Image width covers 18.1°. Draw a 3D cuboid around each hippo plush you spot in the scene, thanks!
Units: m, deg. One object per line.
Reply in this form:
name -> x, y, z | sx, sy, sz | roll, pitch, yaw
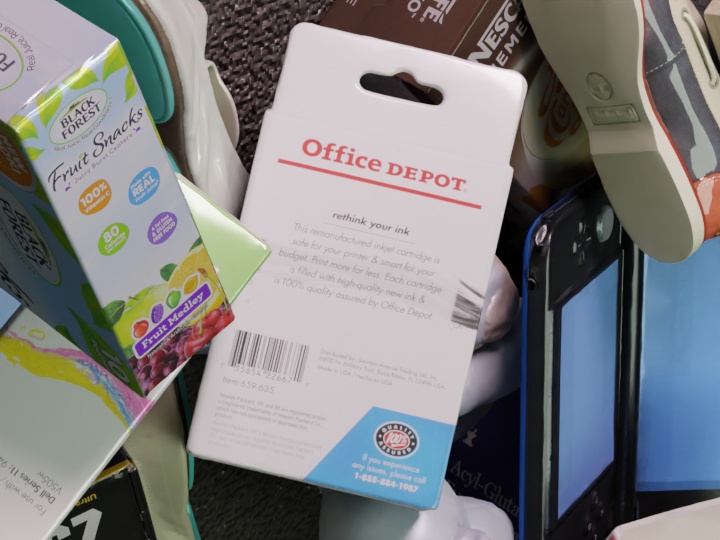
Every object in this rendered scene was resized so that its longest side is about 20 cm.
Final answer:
hippo plush -> 0.028, 0.089, 1.107 | 0.159, 0.161, 0.200 | -31, 148, 14

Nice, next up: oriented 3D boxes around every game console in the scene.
game console -> 0.162, 0.055, 1.138 | 0.171, 0.118, 0.200 | -35, 127, -60

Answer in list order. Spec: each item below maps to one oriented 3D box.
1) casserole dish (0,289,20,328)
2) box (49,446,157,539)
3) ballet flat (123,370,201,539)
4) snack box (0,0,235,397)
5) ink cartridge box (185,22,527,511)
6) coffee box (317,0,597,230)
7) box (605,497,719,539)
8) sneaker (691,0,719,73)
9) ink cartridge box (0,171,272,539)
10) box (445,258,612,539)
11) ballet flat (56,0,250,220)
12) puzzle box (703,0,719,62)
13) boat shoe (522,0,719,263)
casserole dish -> -0.177, 0.017, 0.965 | 0.200, 0.039, 0.121 | -43, 141, -19
box -> -0.184, 0.171, 1.020 | 0.200, 0.049, 0.160 | -24, 131, -18
ballet flat -> -0.111, 0.105, 1.085 | 0.069, 0.069, 0.200 | -34, 137, -29
snack box -> -0.143, -0.057, 0.817 | 0.053, 0.200, 0.142 | -42, 141, -19
ink cartridge box -> 0.000, 0.000, 1.027 | 0.067, 0.116, 0.200 | 97, 6, -83
coffee box -> 0.078, -0.104, 1.135 | 0.114, 0.080, 0.200 | -57, 143, -4
box -> 0.160, 0.214, 1.149 | 0.128, 0.109, 0.200 | -11, 146, -32
sneaker -> 0.161, -0.193, 1.109 | 0.075, 0.079, 0.200 | -22, 96, -65
ink cartridge box -> -0.127, 0.055, 0.913 | 0.200, 0.067, 0.117 | -53, -176, -11
box -> 0.141, 0.106, 1.301 | 0.104, 0.148, 0.200 | 3, 111, -49
ballet flat -> -0.088, -0.081, 0.987 | 0.069, 0.069, 0.200 | -42, 144, -21
puzzle box -> 0.233, -0.095, 1.100 | 0.133, 0.025, 0.200 | -51, 137, -25
boat shoe -> 0.131, -0.102, 1.045 | 0.063, 0.071, 0.200 | -36, 114, -30
